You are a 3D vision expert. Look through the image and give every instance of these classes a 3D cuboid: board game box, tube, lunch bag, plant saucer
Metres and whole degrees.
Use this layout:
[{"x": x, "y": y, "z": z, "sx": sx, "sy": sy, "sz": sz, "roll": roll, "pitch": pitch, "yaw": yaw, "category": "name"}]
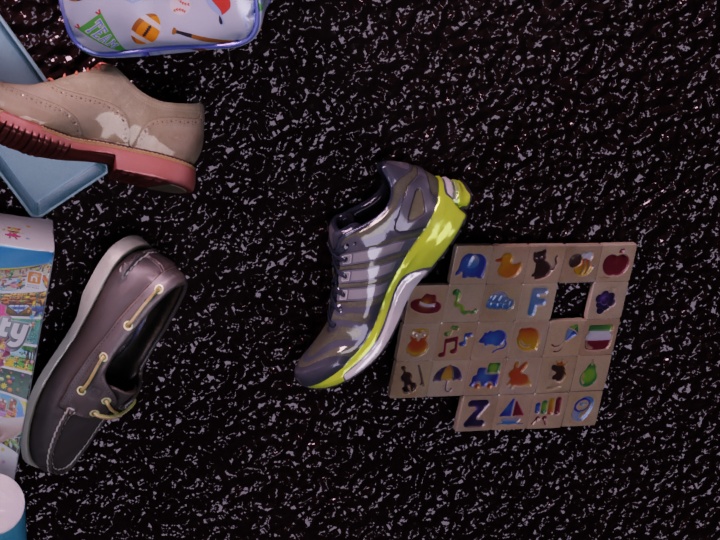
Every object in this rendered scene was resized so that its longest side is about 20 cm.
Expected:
[{"x": -0.313, "y": 0.053, "z": 1.589, "sx": 0.146, "sy": 0.064, "sz": 0.201, "roll": 8, "pitch": 112, "yaw": -12, "category": "board game box"}, {"x": -0.285, "y": 0.219, "z": 1.658, "sx": 0.077, "sy": 0.051, "sz": 0.200, "roll": -2, "pitch": 150, "yaw": -11, "category": "tube"}, {"x": -0.137, "y": -0.241, "z": 1.477, "sx": 0.159, "sy": 0.076, "sz": 0.201, "roll": -5, "pitch": 121, "yaw": 10, "category": "lunch bag"}, {"x": -0.261, "y": -0.131, "z": 1.550, "sx": 0.070, "sy": 0.019, "sz": 0.200, "roll": -33, "pitch": 119, "yaw": 2, "category": "plant saucer"}]

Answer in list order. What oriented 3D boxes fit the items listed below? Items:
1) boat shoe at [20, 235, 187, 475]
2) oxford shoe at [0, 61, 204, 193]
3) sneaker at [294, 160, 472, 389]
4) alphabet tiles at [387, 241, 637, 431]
[{"x": -0.194, "y": 0.075, "z": 1.630, "sx": 0.072, "sy": 0.060, "sz": 0.202, "roll": -6, "pitch": 126, "yaw": -60, "category": "boat shoe"}, {"x": -0.206, "y": -0.115, "z": 1.539, "sx": 0.199, "sy": 0.070, "sz": 0.075, "roll": 18, "pitch": 81, "yaw": -20, "category": "oxford shoe"}, {"x": 0.000, "y": 0.000, "z": 1.666, "sx": 0.081, "sy": 0.074, "sz": 0.201, "roll": 30, "pitch": 97, "yaw": -19, "category": "sneaker"}, {"x": 0.120, "y": 0.055, "z": 1.741, "sx": 0.199, "sy": 0.008, "sz": 0.168, "roll": -1, "pitch": 116, "yaw": -24, "category": "alphabet tiles"}]
